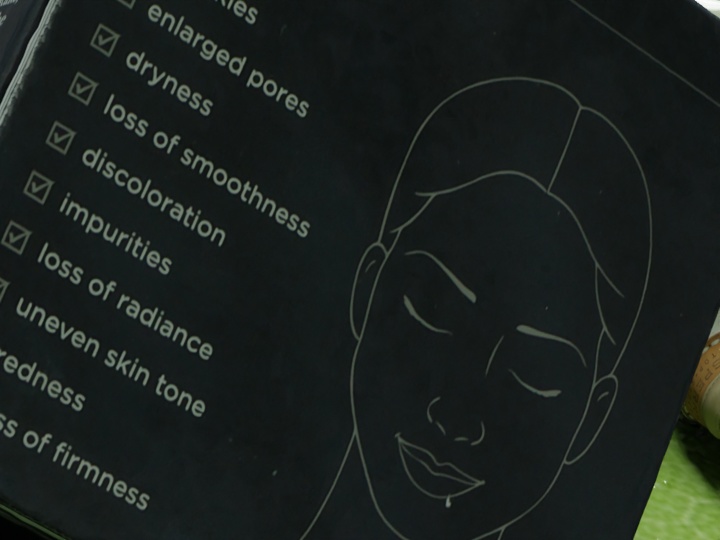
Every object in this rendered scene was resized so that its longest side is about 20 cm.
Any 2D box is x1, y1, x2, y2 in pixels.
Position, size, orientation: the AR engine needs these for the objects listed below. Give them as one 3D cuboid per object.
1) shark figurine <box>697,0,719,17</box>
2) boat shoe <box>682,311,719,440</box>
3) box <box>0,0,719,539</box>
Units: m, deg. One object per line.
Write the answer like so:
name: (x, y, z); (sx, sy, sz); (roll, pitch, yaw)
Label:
shark figurine: (0.161, -0.050, 0.969); (0.214, 0.129, 0.090); (24, -15, 20)
boat shoe: (0.205, 0.046, 0.990); (0.199, 0.075, 0.069); (1, 35, -13)
box: (-0.025, -0.006, 0.685); (0.200, 0.197, 0.124); (32, -18, -27)
